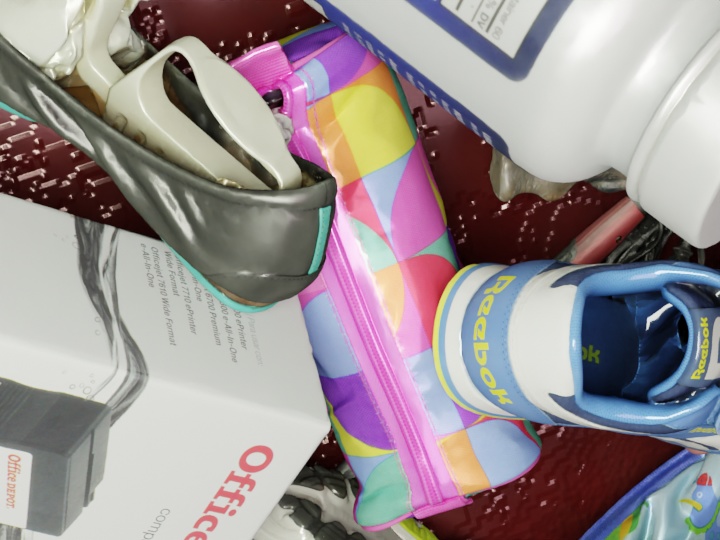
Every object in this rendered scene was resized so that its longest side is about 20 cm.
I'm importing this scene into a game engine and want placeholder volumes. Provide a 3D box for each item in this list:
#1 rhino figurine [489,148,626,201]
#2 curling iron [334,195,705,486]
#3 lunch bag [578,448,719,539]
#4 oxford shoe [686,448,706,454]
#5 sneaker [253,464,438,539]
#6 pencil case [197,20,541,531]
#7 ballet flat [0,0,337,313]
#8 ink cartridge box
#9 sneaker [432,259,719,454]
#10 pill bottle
[{"bbox_3d":[0.104,-0.123,1.034,0.087,0.060,0.200,2,99,-16],"label":"rhino figurine"},{"bbox_3d":[0.061,0.035,1.083,0.200,0.026,0.050,-38,110,-3],"label":"curling iron"},{"bbox_3d":[0.198,0.146,1.109,0.200,0.127,0.170,-27,113,6],"label":"lunch bag"},{"bbox_3d":[0.175,-0.019,1.085,0.075,0.070,0.200,35,86,-12],"label":"oxford shoe"},{"bbox_3d":[0.015,0.152,1.090,0.200,0.077,0.085,37,116,-24],"label":"sneaker"},{"bbox_3d":[0.000,0.000,1.015,0.088,0.088,0.200,-26,104,-8],"label":"pencil case"},{"bbox_3d":[-0.084,-0.070,0.952,0.200,0.068,0.068,38,128,8],"label":"ballet flat"},{"bbox_3d":[-0.133,0.054,0.945,0.200,0.084,0.145,17,125,-28],"label":"ink cartridge box"},{"bbox_3d":[0.130,0.033,0.994,0.200,0.082,0.074,1,86,-26],"label":"sneaker"},{"bbox_3d":[0.068,-0.102,0.934,0.200,0.120,0.120,39,92,17],"label":"pill bottle"}]
